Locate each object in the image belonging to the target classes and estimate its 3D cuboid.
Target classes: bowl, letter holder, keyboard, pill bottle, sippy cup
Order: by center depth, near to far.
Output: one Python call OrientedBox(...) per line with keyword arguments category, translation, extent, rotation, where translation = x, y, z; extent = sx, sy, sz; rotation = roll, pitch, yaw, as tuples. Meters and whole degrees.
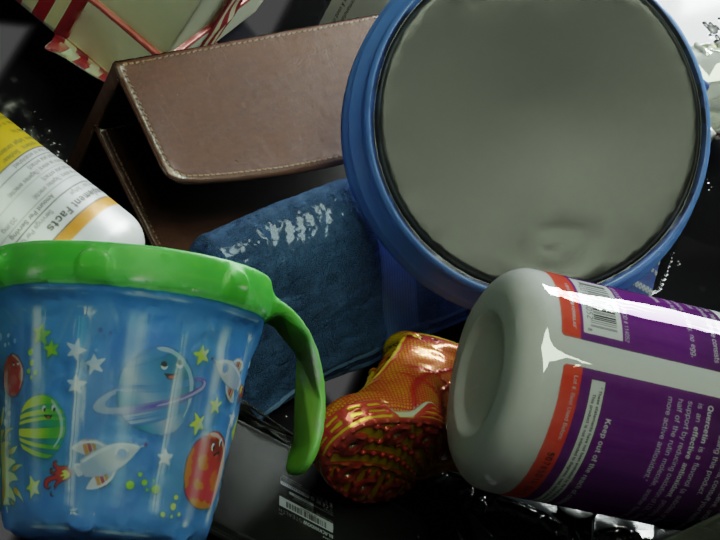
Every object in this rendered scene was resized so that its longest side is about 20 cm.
OrientedBox(category="sippy cup", translation=(-0.113, 0.062, 1.167), extent=(0.177, 0.140, 0.131), rotation=(3, 79, 14))
OrientedBox(category="pill bottle", translation=(0.150, 0.072, 1.263), extent=(0.199, 0.113, 0.113), rotation=(13, 51, -16))
OrientedBox(category="pill bottle", translation=(-0.182, -0.009, 1.295), extent=(0.200, 0.111, 0.111), rotation=(38, 49, 5))
OrientedBox(category="keyboard", translation=(-0.038, 0.124, 1.298), extent=(0.199, 0.040, 0.104), rotation=(31, 37, -27))
OrientedBox(category="bowl", translation=(0.090, -0.076, 1.329), extent=(0.199, 0.039, 0.202), rotation=(1, 86, -10))
OrientedBox(category="letter holder", translation=(-0.037, -0.047, 1.399), extent=(0.199, 0.101, 0.143), rotation=(-14, 64, -32))

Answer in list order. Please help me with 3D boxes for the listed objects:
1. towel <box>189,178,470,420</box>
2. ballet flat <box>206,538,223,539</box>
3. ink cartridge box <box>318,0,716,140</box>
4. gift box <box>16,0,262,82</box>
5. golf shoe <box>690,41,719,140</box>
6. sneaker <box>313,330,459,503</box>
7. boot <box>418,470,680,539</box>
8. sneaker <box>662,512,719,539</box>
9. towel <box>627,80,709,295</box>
OrientedBox(category="towel", translation=(0.000, 0.000, 1.366), extent=(0.199, 0.112, 0.048), rotation=(-22, 36, -29))
OrientedBox(category="ballet flat", translation=(-0.034, 0.180, 1.261), extent=(0.199, 0.068, 0.072), rotation=(30, 29, -2))
OrientedBox(category="ink cartridge box", translation=(0.092, -0.110, 1.513), extent=(0.146, 0.086, 0.200), rotation=(-25, 68, -36))
OrientedBox(category="gift box", translation=(-0.131, -0.219, 1.421), extent=(0.184, 0.187, 0.200), rotation=(42, 34, 7))
OrientedBox(category="golf shoe", translation=(0.249, -0.120, 1.580), extent=(0.199, 0.092, 0.075), rotation=(21, 16, -13))
OrientedBox(category="sneaker", translation=(0.021, 0.072, 1.332), extent=(0.077, 0.073, 0.200), rotation=(51, 22, 16))
OrientedBox(category="boot", translation=(0.114, 0.119, 1.342), extent=(0.167, 0.077, 0.201), rotation=(7, 37, -16))
OrientedBox(category="sneaker", translation=(0.144, 0.186, 1.230), extent=(0.198, 0.115, 0.076), rotation=(-20, 38, 3))
OrientedBox(category="towel", translation=(0.126, -0.036, 1.405), extent=(0.144, 0.024, 0.201), rotation=(24, 79, -48))
